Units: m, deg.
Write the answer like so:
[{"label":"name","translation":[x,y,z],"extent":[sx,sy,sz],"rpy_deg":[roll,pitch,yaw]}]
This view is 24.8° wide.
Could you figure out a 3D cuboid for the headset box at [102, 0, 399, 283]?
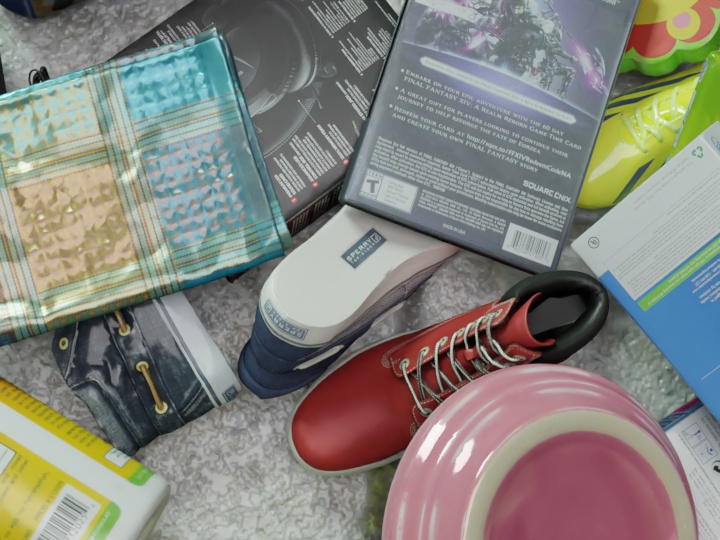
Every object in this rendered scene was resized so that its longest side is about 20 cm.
[{"label":"headset box","translation":[-0.063,-0.101,1.028],"extent":[0.200,0.077,0.149],"rpy_deg":[-38,85,-9]}]

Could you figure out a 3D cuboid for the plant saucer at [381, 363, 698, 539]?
[{"label":"plant saucer","translation":[0.110,0.151,0.897],"extent":[0.200,0.051,0.202],"rpy_deg":[2,85,-25]}]

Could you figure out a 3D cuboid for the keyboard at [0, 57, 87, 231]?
[{"label":"keyboard","translation":[-0.228,-0.068,1.005],"extent":[0.127,0.021,0.201],"rpy_deg":[-16,79,28]}]

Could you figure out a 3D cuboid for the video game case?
[{"label":"video game case","translation":[0.083,-0.112,1.001],"extent":[0.142,0.019,0.201],"rpy_deg":[20,83,-14]}]

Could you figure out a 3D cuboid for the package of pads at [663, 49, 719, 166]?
[{"label":"package of pads","translation":[0.274,-0.026,0.976],"extent":[0.199,0.068,0.155],"rpy_deg":[26,111,15]}]

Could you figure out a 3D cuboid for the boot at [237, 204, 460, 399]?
[{"label":"boot","translation":[0.000,0.000,1.022],"extent":[0.073,0.090,0.200],"rpy_deg":[46,51,12]}]

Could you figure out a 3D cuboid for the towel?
[{"label":"towel","translation":[-0.152,-0.049,0.960],"extent":[0.199,0.022,0.147],"rpy_deg":[-18,80,-8]}]

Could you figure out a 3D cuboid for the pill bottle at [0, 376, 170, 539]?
[{"label":"pill bottle","translation":[-0.222,0.121,0.956],"extent":[0.200,0.111,0.111],"rpy_deg":[32,79,2]}]

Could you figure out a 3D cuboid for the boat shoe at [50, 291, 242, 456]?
[{"label":"boat shoe","translation":[-0.161,0.013,1.001],"extent":[0.091,0.071,0.201],"rpy_deg":[-32,83,-7]}]

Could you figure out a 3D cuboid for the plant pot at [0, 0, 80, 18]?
[{"label":"plant pot","translation":[-0.179,-0.274,0.995],"extent":[0.199,0.200,0.180],"rpy_deg":[-25,88,-9]}]

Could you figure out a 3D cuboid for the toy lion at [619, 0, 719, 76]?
[{"label":"toy lion","translation":[0.177,-0.233,1.067],"extent":[0.200,0.069,0.192],"rpy_deg":[38,93,21]}]

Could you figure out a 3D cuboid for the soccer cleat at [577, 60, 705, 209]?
[{"label":"soccer cleat","translation":[0.213,-0.104,1.045],"extent":[0.200,0.084,0.065],"rpy_deg":[-27,85,-9]}]

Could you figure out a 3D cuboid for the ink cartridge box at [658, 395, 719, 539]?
[{"label":"ink cartridge box","translation":[0.177,0.179,0.994],"extent":[0.200,0.076,0.137],"rpy_deg":[-33,83,-11]}]

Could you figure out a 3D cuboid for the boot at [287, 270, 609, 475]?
[{"label":"boot","translation":[0.049,0.058,0.973],"extent":[0.199,0.144,0.073],"rpy_deg":[-26,84,-7]}]

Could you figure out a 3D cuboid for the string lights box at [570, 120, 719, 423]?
[{"label":"string lights box","translation":[0.226,0.026,0.936],"extent":[0.103,0.059,0.200],"rpy_deg":[-41,86,25]}]
